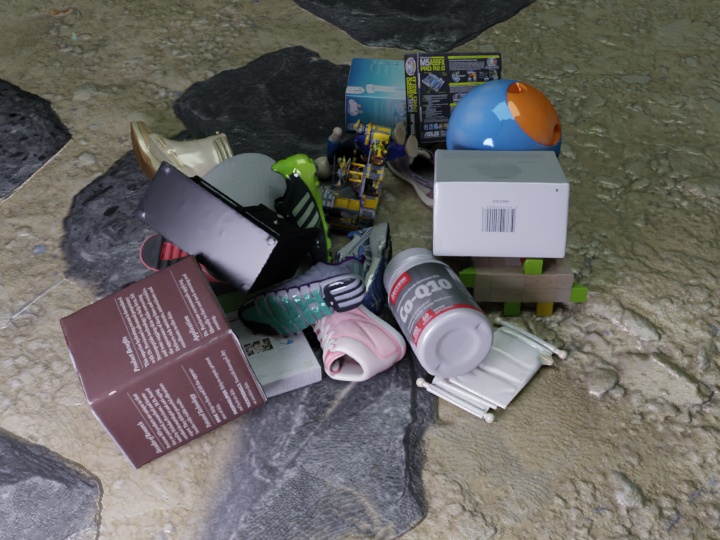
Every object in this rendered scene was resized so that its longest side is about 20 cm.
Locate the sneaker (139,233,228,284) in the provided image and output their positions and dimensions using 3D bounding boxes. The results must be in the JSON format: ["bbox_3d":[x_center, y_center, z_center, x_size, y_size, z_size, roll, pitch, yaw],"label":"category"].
[{"bbox_3d":[-0.242,-0.016,1.487,0.200,0.087,0.074,10,78,3],"label":"sneaker"}]

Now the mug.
[{"bbox_3d":[-0.176,-0.097,1.545,0.200,0.148,0.175,34,42,-2],"label":"mug"}]

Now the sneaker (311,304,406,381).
[{"bbox_3d":[-0.040,0.091,1.377,0.200,0.075,0.105,32,46,24],"label":"sneaker"}]

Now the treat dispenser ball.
[{"bbox_3d":[0.250,-0.232,1.640,0.200,0.201,0.201,0,43,0],"label":"treat dispenser ball"}]

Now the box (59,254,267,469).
[{"bbox_3d":[-0.260,0.120,1.250,0.200,0.164,0.166,-27,48,-9],"label":"box"}]

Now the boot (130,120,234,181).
[{"bbox_3d":[-0.325,-0.222,1.715,0.155,0.073,0.200,-22,49,-22],"label":"boot"}]

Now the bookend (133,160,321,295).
[{"bbox_3d":[-0.186,-0.068,1.361,0.199,0.092,0.200,35,14,9],"label":"bookend"}]

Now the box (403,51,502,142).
[{"bbox_3d":[0.176,-0.322,1.736,0.200,0.161,0.044,-10,11,-32],"label":"box"}]

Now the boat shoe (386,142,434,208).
[{"bbox_3d":[0.105,-0.190,1.691,0.072,0.065,0.200,-18,45,-17],"label":"boat shoe"}]

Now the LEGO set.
[{"bbox_3d":[-0.022,-0.156,1.569,0.116,0.200,0.154,11,60,-1],"label":"LEGO set"}]

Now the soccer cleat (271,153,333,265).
[{"bbox_3d":[-0.092,-0.086,1.495,0.081,0.201,0.068,-12,17,-2],"label":"soccer cleat"}]

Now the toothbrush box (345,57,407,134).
[{"bbox_3d":[0.075,-0.341,1.840,0.199,0.085,0.147,3,42,3],"label":"toothbrush box"}]

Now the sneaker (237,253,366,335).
[{"bbox_3d":[-0.081,0.033,1.370,0.199,0.075,0.088,-14,34,17],"label":"sneaker"}]

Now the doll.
[{"bbox_3d":[-0.003,-0.209,1.661,0.200,0.136,0.049,-15,54,34],"label":"doll"}]

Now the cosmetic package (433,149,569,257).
[{"bbox_3d":[0.214,-0.109,1.476,0.199,0.123,0.200,1,23,5],"label":"cosmetic package"}]

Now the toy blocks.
[{"bbox_3d":[0.248,-0.007,1.489,0.199,0.100,0.137,0,31,-1],"label":"toy blocks"}]

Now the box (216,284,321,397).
[{"bbox_3d":[-0.158,0.105,1.392,0.144,0.036,0.200,-15,46,-16],"label":"box"}]

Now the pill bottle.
[{"bbox_3d":[0.107,0.055,1.377,0.114,0.114,0.200,-11,33,-13],"label":"pill bottle"}]

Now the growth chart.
[{"bbox_3d":[0.189,0.139,1.372,0.145,0.018,0.200,32,51,30],"label":"growth chart"}]

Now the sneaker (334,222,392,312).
[{"bbox_3d":[0.000,0.000,1.491,0.085,0.077,0.200,-3,34,11],"label":"sneaker"}]
